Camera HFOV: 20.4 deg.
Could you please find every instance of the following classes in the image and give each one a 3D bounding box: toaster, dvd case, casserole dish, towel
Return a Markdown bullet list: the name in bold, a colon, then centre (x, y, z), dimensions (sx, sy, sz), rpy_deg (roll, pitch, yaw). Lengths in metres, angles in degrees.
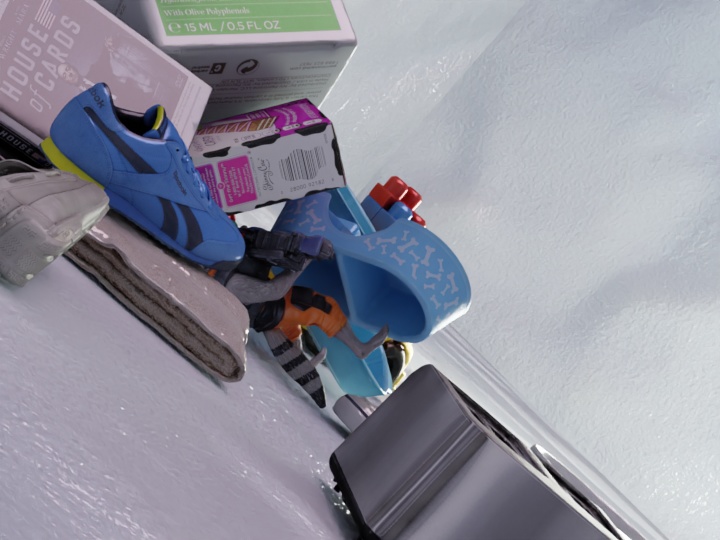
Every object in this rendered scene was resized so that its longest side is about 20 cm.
- **toaster**: centre (0.082, 0.174, 1.368), dimensions (0.181, 0.119, 0.200), rpy_deg (40, 4, -14)
- **dvd case**: centre (-0.219, -0.140, 1.570), dimensions (0.200, 0.151, 0.025), rpy_deg (36, -37, -25)
- **casserole dish**: centre (-0.012, -0.037, 1.861), dimensions (0.200, 0.039, 0.121), rpy_deg (61, 6, 32)
- **casserole dish**: centre (-0.028, 0.036, 1.895), dimensions (0.121, 0.039, 0.200), rpy_deg (-90, 155, -67)
- **towel**: centre (-0.159, -0.005, 1.482), dimensions (0.200, 0.034, 0.133), rpy_deg (41, 12, -12)

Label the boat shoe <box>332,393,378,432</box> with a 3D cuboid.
- **boat shoe**: centre (0.056, 0.150, 1.758), dimensions (0.200, 0.070, 0.071), rpy_deg (40, 4, -36)

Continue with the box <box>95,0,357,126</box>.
- **box**: centre (-0.142, -0.210, 1.793), dimensions (0.198, 0.200, 0.172), rpy_deg (-6, 62, -28)

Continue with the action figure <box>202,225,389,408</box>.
- **action figure**: centre (-0.073, 0.025, 1.687), dimensions (0.193, 0.105, 0.200), rpy_deg (35, -15, -21)

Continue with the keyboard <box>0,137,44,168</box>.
- **keyboard**: centre (-0.223, -0.048, 1.562), dimensions (0.200, 0.021, 0.127), rpy_deg (42, 10, -9)

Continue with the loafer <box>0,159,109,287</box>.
- **loafer**: centre (-0.206, -0.041, 1.260), dimensions (0.070, 0.070, 0.200), rpy_deg (50, 3, -6)

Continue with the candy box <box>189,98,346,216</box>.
- **candy box**: centre (-0.123, -0.087, 1.696), dimensions (0.136, 0.199, 0.061), rpy_deg (-129, -155, -73)

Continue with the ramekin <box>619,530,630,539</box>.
- **ramekin**: centre (0.226, 0.296, 1.647), dimensions (0.202, 0.094, 0.202), rpy_deg (42, 3, -3)

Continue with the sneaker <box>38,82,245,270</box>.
- **sneaker**: centre (-0.144, -0.069, 1.495), dimensions (0.200, 0.078, 0.066), rpy_deg (36, 10, -38)

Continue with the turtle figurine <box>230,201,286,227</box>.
- **turtle figurine**: centre (-0.159, -0.068, 1.911), dimensions (0.200, 0.101, 0.150), rpy_deg (38, 46, -30)

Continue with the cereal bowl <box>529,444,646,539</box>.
- **cereal bowl**: centre (0.219, 0.268, 1.987), dimensions (0.200, 0.083, 0.200), rpy_deg (41, 4, -4)

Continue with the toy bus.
- **toy bus**: centre (0.009, 0.003, 2.070), dimensions (0.136, 0.192, 0.200), rpy_deg (43, 2, 41)

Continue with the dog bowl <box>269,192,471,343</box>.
- **dog bowl**: centre (0.000, 0.000, 1.730), dimensions (0.200, 0.050, 0.112), rpy_deg (20, -39, 32)
